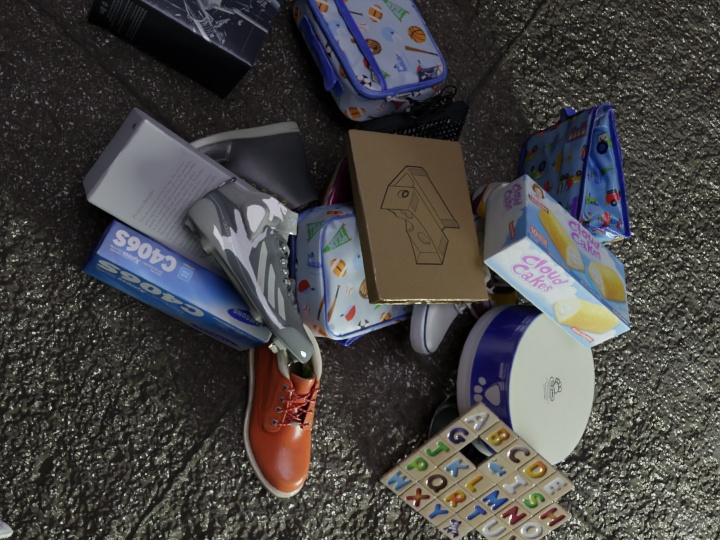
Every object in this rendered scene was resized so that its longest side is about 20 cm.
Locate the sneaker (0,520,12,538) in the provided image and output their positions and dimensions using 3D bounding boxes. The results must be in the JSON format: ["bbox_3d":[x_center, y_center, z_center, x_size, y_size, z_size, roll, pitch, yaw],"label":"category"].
[{"bbox_3d":[-0.387,0.308,0.736,0.100,0.075,0.200,28,68,-19],"label":"sneaker"}]

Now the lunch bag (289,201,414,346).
[{"bbox_3d":[0.000,0.000,0.972,0.200,0.076,0.160,-13,106,-43],"label":"lunch bag"}]

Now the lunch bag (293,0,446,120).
[{"bbox_3d":[0.010,-0.287,1.044,0.160,0.076,0.200,-19,75,-32],"label":"lunch bag"}]

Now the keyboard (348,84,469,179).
[{"bbox_3d":[0.072,-0.167,1.016,0.040,0.104,0.200,34,39,32],"label":"keyboard"}]

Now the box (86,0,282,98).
[{"bbox_3d":[-0.186,-0.343,0.963,0.182,0.104,0.200,28,68,-21],"label":"box"}]

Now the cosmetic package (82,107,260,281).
[{"bbox_3d":[-0.180,-0.072,0.877,0.200,0.071,0.101,35,95,-31],"label":"cosmetic package"}]

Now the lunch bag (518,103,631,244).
[{"bbox_3d":[0.282,-0.131,1.134,0.094,0.151,0.200,9,76,-26],"label":"lunch bag"}]

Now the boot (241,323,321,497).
[{"bbox_3d":[-0.082,0.152,0.912,0.075,0.107,0.200,-2,82,-29],"label":"boot"}]

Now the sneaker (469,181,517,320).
[{"bbox_3d":[0.182,-0.018,1.093,0.075,0.090,0.200,-6,82,-28],"label":"sneaker"}]

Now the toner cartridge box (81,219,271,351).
[{"bbox_3d":[-0.193,0.021,0.887,0.200,0.095,0.043,30,68,-18],"label":"toner cartridge box"}]

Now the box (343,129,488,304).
[{"bbox_3d":[0.065,-0.059,0.944,0.163,0.021,0.200,1,74,-35],"label":"box"}]

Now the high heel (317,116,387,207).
[{"bbox_3d":[0.013,-0.116,1.041,0.096,0.067,0.200,28,54,-9],"label":"high heel"}]

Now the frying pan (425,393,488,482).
[{"bbox_3d":[0.147,0.232,1.055,0.190,0.031,0.115,39,63,-32],"label":"frying pan"}]

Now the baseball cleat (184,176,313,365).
[{"bbox_3d":[-0.089,-0.003,0.839,0.106,0.070,0.200,-37,103,-7],"label":"baseball cleat"}]

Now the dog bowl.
[{"bbox_3d":[0.214,0.144,1.046,0.200,0.079,0.200,-1,92,-45],"label":"dog bowl"}]

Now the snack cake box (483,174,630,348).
[{"bbox_3d":[0.240,-0.010,1.002,0.200,0.067,0.115,37,42,-25],"label":"snack cake box"}]

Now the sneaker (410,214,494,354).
[{"bbox_3d":[0.124,0.015,1.006,0.200,0.071,0.073,-63,145,-21],"label":"sneaker"}]

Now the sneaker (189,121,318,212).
[{"bbox_3d":[-0.139,-0.102,0.952,0.200,0.075,0.106,-21,88,-30],"label":"sneaker"}]

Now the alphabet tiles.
[{"bbox_3d":[0.151,0.266,0.995,0.200,0.167,0.008,42,22,-14],"label":"alphabet tiles"}]
